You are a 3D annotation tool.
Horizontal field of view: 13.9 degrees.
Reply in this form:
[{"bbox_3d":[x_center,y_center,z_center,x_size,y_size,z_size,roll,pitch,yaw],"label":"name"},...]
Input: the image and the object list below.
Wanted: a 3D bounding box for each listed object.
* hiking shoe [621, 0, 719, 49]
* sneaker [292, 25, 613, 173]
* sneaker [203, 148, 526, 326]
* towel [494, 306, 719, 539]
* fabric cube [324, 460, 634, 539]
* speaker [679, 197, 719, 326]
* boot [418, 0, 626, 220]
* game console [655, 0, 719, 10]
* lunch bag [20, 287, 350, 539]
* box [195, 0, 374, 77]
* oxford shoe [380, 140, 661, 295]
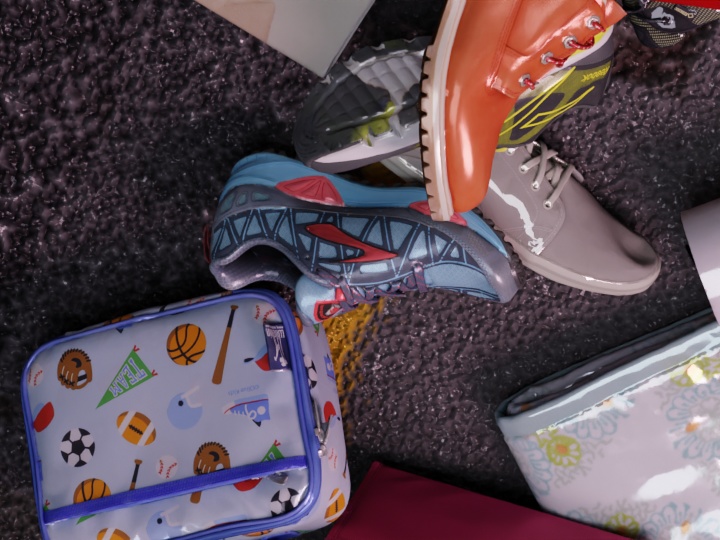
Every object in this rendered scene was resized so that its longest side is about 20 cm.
[{"bbox_3d":[0.165,-0.178,1.694,0.199,0.076,0.101,18,108,-4],"label":"hiking shoe"},{"bbox_3d":[0.060,-0.093,1.690,0.200,0.075,0.085,-23,137,-2],"label":"sneaker"},{"bbox_3d":[0.000,0.000,1.747,0.199,0.096,0.079,13,151,25],"label":"sneaker"},{"bbox_3d":[0.206,0.118,1.837,0.200,0.048,0.171,-23,109,14],"label":"towel"},{"bbox_3d":[0.058,0.266,1.807,0.199,0.200,0.197,16,119,12],"label":"fabric cube"},{"bbox_3d":[0.291,-0.031,1.741,0.199,0.081,0.081,-20,110,9],"label":"speaker"},{"bbox_3d":[0.086,-0.119,1.589,0.107,0.075,0.201,10,101,-1],"label":"boot"},{"bbox_3d":[0.149,-0.250,1.635,0.199,0.119,0.173,9,116,9],"label":"game console"},{"bbox_3d":[-0.103,0.102,1.800,0.199,0.076,0.161,-13,75,19],"label":"lunch bag"},{"bbox_3d":[-0.081,-0.205,1.695,0.200,0.095,0.078,31,114,-8],"label":"box"},{"bbox_3d":[0.096,-0.052,1.756,0.200,0.075,0.058,33,125,-4],"label":"oxford shoe"}]
